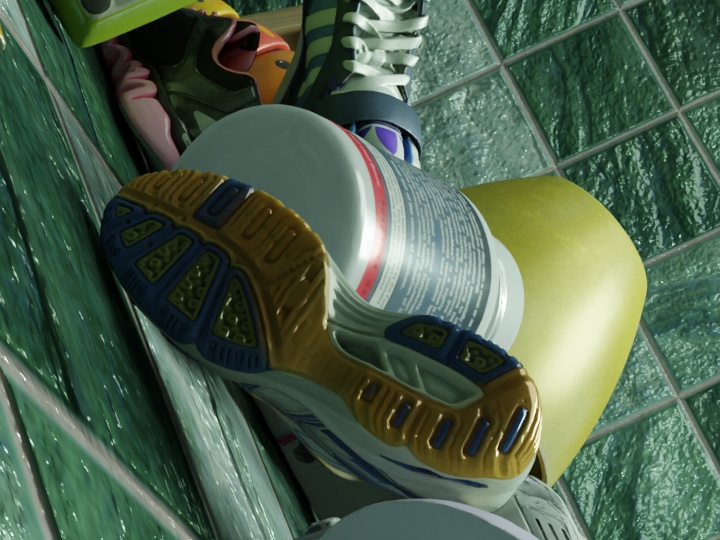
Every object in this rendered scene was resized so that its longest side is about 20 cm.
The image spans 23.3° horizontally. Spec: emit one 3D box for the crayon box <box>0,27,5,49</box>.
[{"bbox_3d":[-0.131,-0.131,0.349,0.200,0.051,0.126,-115,-179,-50],"label":"crayon box"}]

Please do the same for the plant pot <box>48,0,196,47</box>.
[{"bbox_3d":[-0.107,-0.243,0.911,0.182,0.198,0.201,-102,168,-63],"label":"plant pot"}]

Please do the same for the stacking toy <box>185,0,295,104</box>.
[{"bbox_3d":[-0.112,-0.140,1.190,0.200,0.146,0.146,47,-2,8],"label":"stacking toy"}]

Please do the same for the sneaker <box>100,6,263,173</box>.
[{"bbox_3d":[-0.107,-0.131,1.061,0.079,0.095,0.200,63,0,-43],"label":"sneaker"}]

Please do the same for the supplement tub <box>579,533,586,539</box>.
[{"bbox_3d":[0.088,0.239,0.871,0.145,0.144,0.200,65,1,-47],"label":"supplement tub"}]

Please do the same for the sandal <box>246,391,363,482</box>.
[{"bbox_3d":[0.004,0.078,0.979,0.069,0.078,0.212,21,-12,42],"label":"sandal"}]

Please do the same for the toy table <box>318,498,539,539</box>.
[{"bbox_3d":[0.060,0.171,0.589,0.117,0.183,0.201,13,56,-68],"label":"toy table"}]

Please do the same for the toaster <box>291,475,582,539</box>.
[{"bbox_3d":[0.053,0.181,0.728,0.114,0.129,0.201,63,3,-69],"label":"toaster"}]

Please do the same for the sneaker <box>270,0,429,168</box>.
[{"bbox_3d":[0.012,-0.109,0.994,0.201,0.080,0.147,-67,-150,23],"label":"sneaker"}]

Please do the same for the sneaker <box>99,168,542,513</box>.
[{"bbox_3d":[-0.023,0.038,0.695,0.200,0.075,0.088,35,-27,16],"label":"sneaker"}]

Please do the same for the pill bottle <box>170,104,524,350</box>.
[{"bbox_3d":[0.000,0.000,0.870,0.200,0.119,0.120,21,39,-56],"label":"pill bottle"}]

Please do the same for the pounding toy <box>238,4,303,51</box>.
[{"bbox_3d":[-0.068,-0.119,1.352,0.142,0.199,0.185,64,16,-83],"label":"pounding toy"}]

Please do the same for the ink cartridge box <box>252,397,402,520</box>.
[{"bbox_3d":[-0.038,0.052,1.074,0.115,0.068,0.200,-115,-179,-52],"label":"ink cartridge box"}]

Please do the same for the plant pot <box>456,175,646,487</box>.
[{"bbox_3d":[0.095,0.023,1.093,0.200,0.142,0.200,45,-19,20],"label":"plant pot"}]
